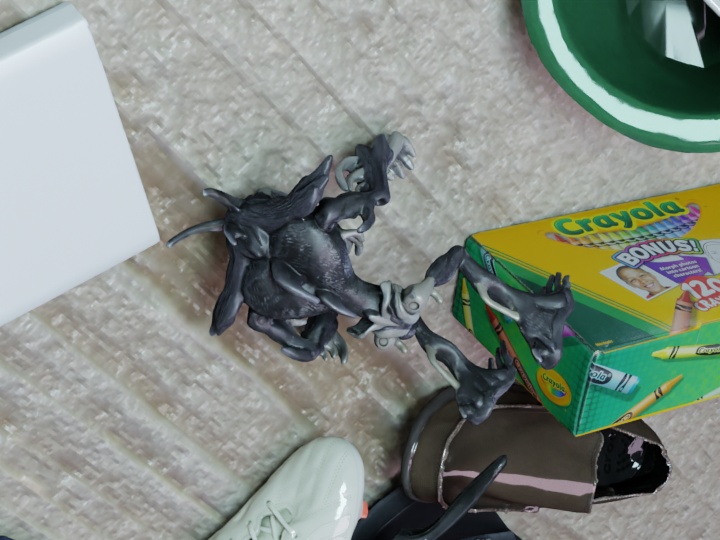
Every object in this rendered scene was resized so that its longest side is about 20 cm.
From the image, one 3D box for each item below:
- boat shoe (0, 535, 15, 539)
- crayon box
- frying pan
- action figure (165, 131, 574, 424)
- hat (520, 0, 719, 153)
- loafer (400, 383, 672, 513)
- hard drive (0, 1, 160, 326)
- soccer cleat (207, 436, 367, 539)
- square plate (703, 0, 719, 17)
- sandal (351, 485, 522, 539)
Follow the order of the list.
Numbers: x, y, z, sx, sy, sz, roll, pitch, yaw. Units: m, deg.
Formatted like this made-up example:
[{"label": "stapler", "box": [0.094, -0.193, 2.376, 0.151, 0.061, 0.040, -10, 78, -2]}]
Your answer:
[{"label": "boat shoe", "box": [-0.158, 0.215, 1.020, 0.093, 0.075, 0.200, -36, 134, 8]}, {"label": "crayon box", "box": [0.167, 0.017, 1.095, 0.199, 0.119, 0.058, -12, 128, -31]}, {"label": "frying pan", "box": [0.005, 0.177, 1.076, 0.115, 0.031, 0.190, -47, 173, -47]}, {"label": "action figure", "box": [0.000, 0.000, 0.975, 0.199, 0.102, 0.119, 27, 114, -19]}, {"label": "hat", "box": [0.176, -0.149, 1.047, 0.199, 0.176, 0.166, 29, 98, -4]}, {"label": "loafer", "box": [0.109, 0.105, 1.144, 0.199, 0.071, 0.073, -2, 106, -40]}, {"label": "hard drive", "box": [-0.194, -0.019, 0.861, 0.199, 0.027, 0.132, -29, 134, -16]}, {"label": "soccer cleat", "box": [-0.069, 0.173, 1.075, 0.077, 0.069, 0.200, 22, 110, -41]}, {"label": "square plate", "box": [0.202, -0.224, 0.934, 0.200, 0.028, 0.198, 42, 92, -6]}, {"label": "sandal", "box": [0.070, 0.179, 1.199, 0.076, 0.043, 0.200, -51, 137, 7]}]
